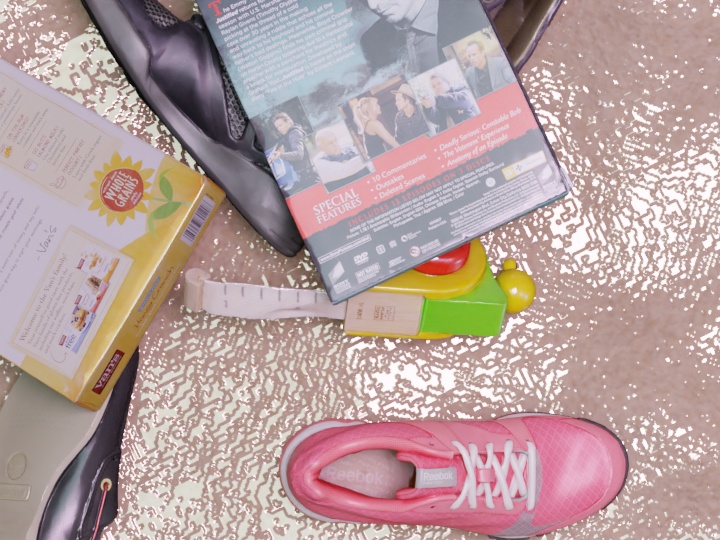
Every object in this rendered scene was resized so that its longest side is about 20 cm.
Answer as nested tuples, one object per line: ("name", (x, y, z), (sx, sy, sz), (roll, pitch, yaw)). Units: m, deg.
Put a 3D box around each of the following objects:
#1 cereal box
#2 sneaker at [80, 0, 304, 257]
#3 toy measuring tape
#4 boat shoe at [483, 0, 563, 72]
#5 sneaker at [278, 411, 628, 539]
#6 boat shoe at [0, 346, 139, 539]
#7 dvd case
("cereal box", (-0.194, -0.032, 1.366), (0.199, 0.040, 0.144), (31, 88, 20))
("sneaker", (-0.069, -0.116, 1.380), (0.114, 0.076, 0.200), (-43, 91, -3))
("toy measuring tape", (0.000, 0.000, 1.371), (0.198, 0.074, 0.074), (4, 88, -7))
("boat shoe", (0.055, -0.111, 1.360), (0.065, 0.072, 0.201), (20, 70, 36))
("sneaker", (0.053, 0.119, 1.363), (0.199, 0.087, 0.074), (-2, 89, 0))
("boat shoe", (-0.171, 0.120, 1.379), (0.073, 0.063, 0.203), (7, 72, 42))
("dvd case", (0.008, -0.102, 1.322), (0.145, 0.022, 0.201), (-26, 85, 2))
